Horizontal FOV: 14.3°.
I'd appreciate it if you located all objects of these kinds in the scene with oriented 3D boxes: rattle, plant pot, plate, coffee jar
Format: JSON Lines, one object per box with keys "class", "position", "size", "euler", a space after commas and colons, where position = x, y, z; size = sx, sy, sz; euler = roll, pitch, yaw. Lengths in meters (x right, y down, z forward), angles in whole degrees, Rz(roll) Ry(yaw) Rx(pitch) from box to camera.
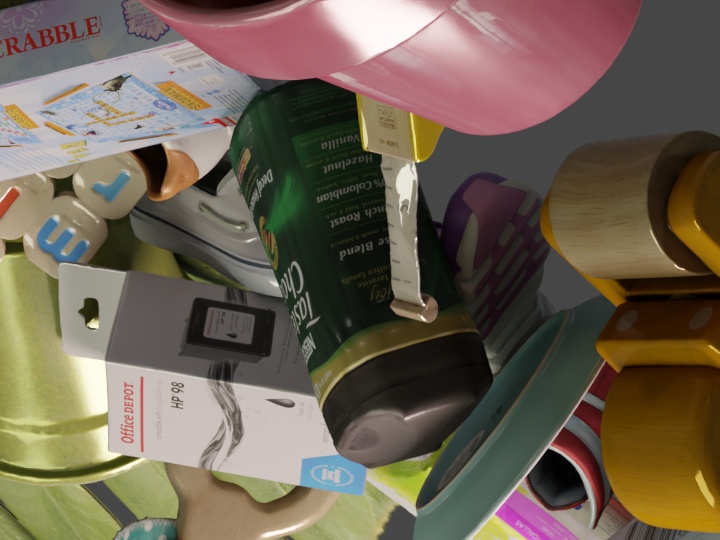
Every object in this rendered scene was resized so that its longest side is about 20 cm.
{"class": "rattle", "position": [-0.101, 0.147, 1.923], "size": [0.130, 0.200, 0.143], "euler": [38, 166, -23]}
{"class": "plant pot", "position": [0.021, -0.151, 1.196], "size": [0.200, 0.200, 0.179], "euler": [12, 166, 43]}
{"class": "plate", "position": [0.079, 0.081, 1.543], "size": [0.026, 0.200, 0.200], "euler": [37, 158, -4]}
{"class": "plant pot", "position": [-0.197, 0.002, 1.830], "size": [0.200, 0.200, 0.184], "euler": [22, 145, 26]}
{"class": "coffee jar", "position": [0.000, 0.000, 1.521], "size": [0.104, 0.085, 0.200], "euler": [119, 133, -64]}

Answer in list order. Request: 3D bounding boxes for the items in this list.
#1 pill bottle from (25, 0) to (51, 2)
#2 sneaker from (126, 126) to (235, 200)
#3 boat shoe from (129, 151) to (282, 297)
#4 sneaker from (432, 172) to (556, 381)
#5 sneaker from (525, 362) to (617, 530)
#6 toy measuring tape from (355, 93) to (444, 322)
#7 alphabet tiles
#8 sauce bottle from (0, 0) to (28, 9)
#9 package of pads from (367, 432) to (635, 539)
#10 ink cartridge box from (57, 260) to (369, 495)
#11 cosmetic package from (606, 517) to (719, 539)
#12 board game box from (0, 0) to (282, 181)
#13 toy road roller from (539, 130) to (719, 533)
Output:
{"class": "pill bottle", "position": [-0.212, -0.203, 1.479], "size": [0.200, 0.120, 0.120], "euler": [11, 149, 43]}
{"class": "sneaker", "position": [-0.156, -0.122, 1.615], "size": [0.200, 0.085, 0.073], "euler": [45, 157, -13]}
{"class": "boat shoe", "position": [-0.063, -0.035, 1.688], "size": [0.200, 0.074, 0.067], "euler": [13, 119, 35]}
{"class": "sneaker", "position": [0.056, 0.002, 1.602], "size": [0.088, 0.081, 0.200], "euler": [36, 161, 21]}
{"class": "sneaker", "position": [0.134, 0.112, 1.663], "size": [0.071, 0.113, 0.200], "euler": [24, 157, 23]}
{"class": "toy measuring tape", "position": [0.035, -0.076, 1.419], "size": [0.073, 0.074, 0.200], "euler": [15, 122, 39]}
{"class": "alphabet tiles", "position": [-0.222, -0.087, 1.690], "size": [0.200, 0.196, 0.015], "euler": [37, -165, -10]}
{"class": "sauce bottle", "position": [-0.197, -0.152, 1.561], "size": [0.199, 0.066, 0.066], "euler": [1, 147, 19]}
{"class": "package of pads", "position": [0.082, 0.141, 1.820], "size": [0.154, 0.068, 0.200], "euler": [38, 168, -10]}
{"class": "ink cartridge box", "position": [-0.087, 0.065, 1.700], "size": [0.199, 0.067, 0.116], "euler": [9, 148, 2]}
{"class": "cosmetic package", "position": [0.237, 0.228, 1.626], "size": [0.200, 0.165, 0.165], "euler": [37, 131, -8]}
{"class": "board game box", "position": [-0.156, -0.096, 1.497], "size": [0.199, 0.041, 0.200], "euler": [-13, 170, 8]}
{"class": "toy road roller", "position": [0.166, 0.039, 1.422], "size": [0.200, 0.146, 0.123], "euler": [44, 156, -24]}
